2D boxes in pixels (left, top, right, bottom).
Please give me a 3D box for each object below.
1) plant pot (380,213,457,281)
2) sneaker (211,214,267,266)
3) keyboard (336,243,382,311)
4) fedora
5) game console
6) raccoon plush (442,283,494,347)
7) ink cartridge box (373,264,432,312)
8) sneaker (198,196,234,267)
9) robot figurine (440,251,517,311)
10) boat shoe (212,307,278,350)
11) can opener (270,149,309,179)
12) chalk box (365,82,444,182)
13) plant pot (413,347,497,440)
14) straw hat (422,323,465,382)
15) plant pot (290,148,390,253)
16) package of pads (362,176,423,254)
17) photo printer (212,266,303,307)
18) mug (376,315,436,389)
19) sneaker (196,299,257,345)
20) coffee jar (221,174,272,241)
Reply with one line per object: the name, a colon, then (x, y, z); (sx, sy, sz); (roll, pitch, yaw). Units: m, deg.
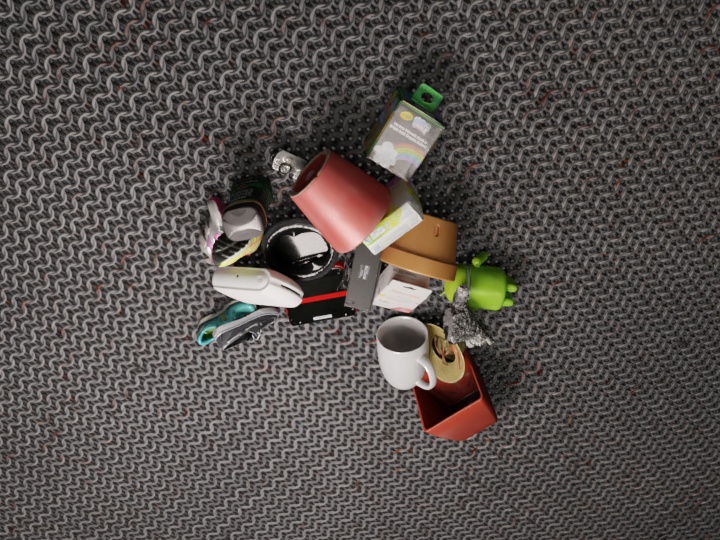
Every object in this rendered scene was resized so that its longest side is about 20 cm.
plant pot: (0.160, -0.068, 1.606); (0.196, 0.200, 0.143); (15, 95, -11)
sneaker: (-0.294, -0.064, 1.596); (0.077, 0.200, 0.091); (24, 138, 19)
keyboard: (0.000, 0.000, 1.704); (0.102, 0.040, 0.204); (12, 97, -2)
fedora: (-0.151, -0.070, 1.643); (0.196, 0.092, 0.204); (1, 121, 2)
game console: (-0.119, 0.064, 1.765); (0.196, 0.031, 0.179); (-10, 124, 4)
raccoon plush: (0.297, 0.129, 1.659); (0.131, 0.098, 0.201); (3, 142, -10)
ink cartridge box: (0.109, 0.043, 1.673); (0.114, 0.069, 0.200); (14, 158, -11)
sneaker: (-0.373, -0.090, 1.630); (0.086, 0.082, 0.203); (-3, 120, -2)
robot figurine: (0.314, 0.043, 1.713); (0.196, 0.116, 0.179); (6, 115, -5)
boat shoe: (-0.299, 0.162, 1.735); (0.198, 0.068, 0.072); (-19, 151, -38)
can opener: (-0.128, -0.243, 1.572); (0.197, 0.067, 0.054); (21, 114, -28)
chalk box: (0.111, -0.335, 1.479); (0.123, 0.124, 0.201); (28, 115, -16)
plant pot: (0.292, 0.383, 1.879); (0.198, 0.202, 0.176); (-35, 127, 18)
straw hat: (0.250, 0.216, 1.820); (0.084, 0.200, 0.204); (-30, 127, -30)
plant pot: (-0.056, -0.171, 1.494); (0.177, 0.202, 0.200); (38, 113, -23)
package of pads: (0.074, -0.142, 1.545); (0.154, 0.201, 0.068); (-36, 115, 18)
photo printer: (-0.255, 0.043, 1.641); (0.197, 0.071, 0.166); (3, 164, 30)
mug: (0.137, 0.255, 1.792); (0.146, 0.199, 0.178); (-31, 135, -29)
sneaker: (-0.370, 0.149, 1.773); (0.198, 0.080, 0.078); (-30, 118, 14)
coffee jar: (-0.269, -0.150, 1.528); (0.102, 0.201, 0.087); (-11, 121, 5)
